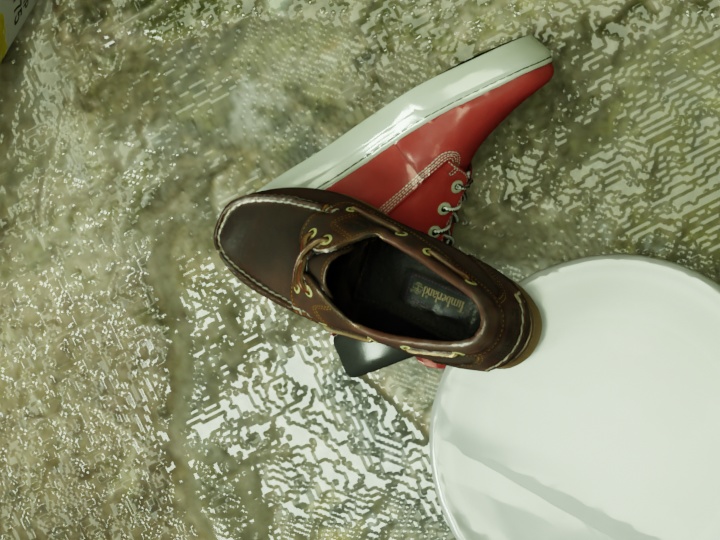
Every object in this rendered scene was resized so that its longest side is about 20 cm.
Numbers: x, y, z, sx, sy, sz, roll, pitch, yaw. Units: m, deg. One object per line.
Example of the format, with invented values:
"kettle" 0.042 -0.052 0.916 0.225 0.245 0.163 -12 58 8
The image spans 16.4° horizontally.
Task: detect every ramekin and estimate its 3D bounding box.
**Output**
"ramekin" 0.142 0.090 1.370 0.201 0.094 0.204 0 93 11

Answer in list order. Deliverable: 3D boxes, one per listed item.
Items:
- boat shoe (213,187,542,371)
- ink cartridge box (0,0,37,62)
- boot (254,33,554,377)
"boat shoe" 0.000 0.000 1.331 0.199 0.070 0.071 17 96 29
"ink cartridge box" -0.272 -0.170 1.365 0.145 0.147 0.201 18 55 9
"boot" 0.050 -0.030 1.397 0.199 0.072 0.145 -34 86 19
